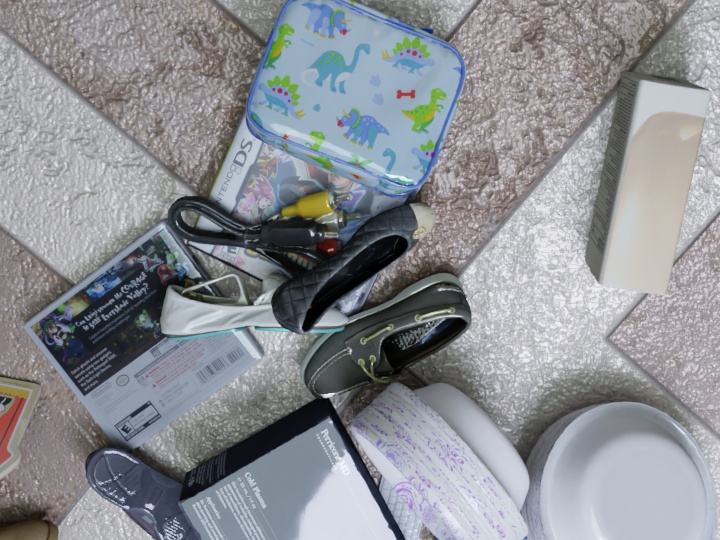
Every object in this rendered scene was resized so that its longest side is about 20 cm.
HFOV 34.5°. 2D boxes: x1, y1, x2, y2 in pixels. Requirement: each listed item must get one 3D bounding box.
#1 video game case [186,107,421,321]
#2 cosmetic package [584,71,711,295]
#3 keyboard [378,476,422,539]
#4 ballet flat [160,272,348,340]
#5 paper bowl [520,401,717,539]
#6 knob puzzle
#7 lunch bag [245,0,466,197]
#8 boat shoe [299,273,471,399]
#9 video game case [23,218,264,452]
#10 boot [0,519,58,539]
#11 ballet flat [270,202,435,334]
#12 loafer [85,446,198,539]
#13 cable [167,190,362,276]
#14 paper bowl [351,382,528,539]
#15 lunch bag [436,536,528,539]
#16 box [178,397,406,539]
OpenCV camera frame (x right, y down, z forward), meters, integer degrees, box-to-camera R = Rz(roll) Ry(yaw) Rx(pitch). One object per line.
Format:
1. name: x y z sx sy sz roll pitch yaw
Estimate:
1. video game case: -0.057 -0.065 1.204 0.198 0.026 0.183 26 103 -4
2. cosmetic package: 0.280 -0.088 1.144 0.070 0.105 0.203 9 106 0
3. keyboard: 0.035 0.303 1.297 0.055 0.011 0.203 12 104 0
4. ballet flat: -0.112 0.035 1.192 0.196 0.070 0.071 -3 104 6
5. paper bowl: 0.270 0.236 1.182 0.197 0.104 0.204 2 79 -11
6. knob puzzle: -0.447 0.171 1.195 0.216 0.221 0.031 11 132 0
7. lunch bag: -0.003 -0.175 1.134 0.197 0.082 0.163 20 86 -3
8. boat shoe: 0.025 0.079 1.208 0.200 0.061 0.072 -32 130 9
9. video game case: -0.233 0.074 1.249 0.199 0.023 0.183 -34 100 11
10. boot: -0.450 0.277 1.236 0.174 0.067 0.201 -30 129 8
11. ballet flat: 0.000 0.000 1.152 0.199 0.057 0.067 -36 141 -16
12. loafer: -0.221 0.260 1.282 0.200 0.063 0.072 42 73 -16
13. cable: -0.096 -0.038 1.191 0.197 0.051 0.098 4 122 14
14. paper bowl: 0.090 0.196 1.163 0.104 0.200 0.201 -40 99 -12
15. lunch bag: 0.175 0.348 1.270 0.197 0.076 0.163 -11 105 4
16. box: -0.065 0.270 1.229 0.180 0.104 0.202 -28 98 0
